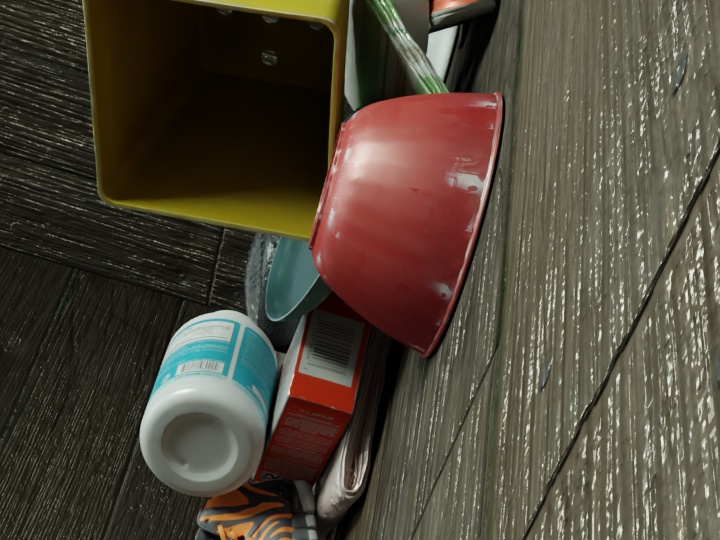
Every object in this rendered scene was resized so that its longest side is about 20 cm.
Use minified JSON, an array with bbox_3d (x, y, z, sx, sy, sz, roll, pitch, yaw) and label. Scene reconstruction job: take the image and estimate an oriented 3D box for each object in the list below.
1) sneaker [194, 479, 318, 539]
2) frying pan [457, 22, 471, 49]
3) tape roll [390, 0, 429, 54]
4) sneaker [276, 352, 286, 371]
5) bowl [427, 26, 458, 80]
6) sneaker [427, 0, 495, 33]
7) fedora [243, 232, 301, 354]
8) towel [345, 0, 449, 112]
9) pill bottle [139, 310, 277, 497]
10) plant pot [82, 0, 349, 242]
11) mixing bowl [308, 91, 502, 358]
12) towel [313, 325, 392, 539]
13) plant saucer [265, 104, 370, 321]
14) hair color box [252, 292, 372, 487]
[{"bbox_3d":[-0.091,0.264,1.243,0.201,0.110,0.078,-106,21,-56],"label":"sneaker"},{"bbox_3d":[0.120,-0.326,1.396,0.115,0.031,0.192,-79,8,-61],"label":"frying pan"},{"bbox_3d":[0.014,-0.267,1.282,0.203,0.037,0.206,168,90,-78],"label":"tape roll"},{"bbox_3d":[-0.063,0.047,1.635,0.074,0.114,0.202,-88,2,-51],"label":"sneaker"},{"bbox_3d":[0.050,-0.242,1.603,0.201,0.089,0.204,-165,90,-86],"label":"bowl"},{"bbox_3d":[0.070,-0.259,1.282,0.200,0.076,0.083,-170,62,-76],"label":"sneaker"},{"bbox_3d":[-0.066,0.012,1.434,0.200,0.090,0.204,-174,90,-72],"label":"fedora"},{"bbox_3d":[0.029,-0.154,1.205,0.150,0.030,0.201,94,152,-52],"label":"towel"},{"bbox_3d":[-0.134,0.111,1.311,0.201,0.109,0.112,-83,9,-66],"label":"pill bottle"},{"bbox_3d":[-0.097,-0.169,1.160,0.177,0.197,0.202,-71,-12,-51],"label":"plant pot"},{"bbox_3d":[0.025,-0.047,1.045,0.200,0.107,0.203,-164,90,-87],"label":"mixing bowl"},{"bbox_3d":[-0.007,0.141,1.315,0.200,0.032,0.193,115,171,-66],"label":"towel"},{"bbox_3d":[-0.025,-0.045,1.216,0.201,0.027,0.201,-56,18,29],"label":"plant saucer"},{"bbox_3d":[-0.044,0.113,1.288,0.200,0.063,0.112,117,168,-59],"label":"hair color box"}]
